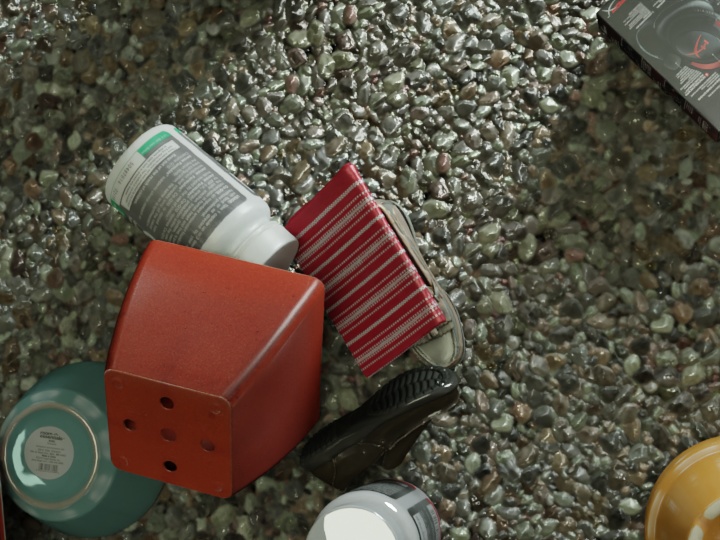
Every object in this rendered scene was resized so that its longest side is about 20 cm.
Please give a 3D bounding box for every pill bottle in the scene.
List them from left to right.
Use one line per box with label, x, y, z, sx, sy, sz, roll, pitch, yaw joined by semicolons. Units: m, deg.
pill bottle;-0.172;-0.059;1.481;0.200;0.113;0.113;40;95;13
pill bottle;0.012;0.277;1.375;0.114;0.200;0.114;-1;86;13

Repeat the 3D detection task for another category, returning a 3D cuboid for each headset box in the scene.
headset box;0.365;-0.241;1.390;0.149;0.075;0.200;-45;79;7

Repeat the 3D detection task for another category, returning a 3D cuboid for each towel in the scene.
towel;0.000;0.000;1.448;0.145;0.022;0.200;-41;76;44

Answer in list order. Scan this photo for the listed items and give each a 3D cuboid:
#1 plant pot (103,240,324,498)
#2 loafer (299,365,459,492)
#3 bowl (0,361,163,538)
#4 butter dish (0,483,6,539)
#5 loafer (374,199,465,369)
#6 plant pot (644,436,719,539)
plant pot;-0.162;0.115;1.393;0.199;0.176;0.200;13;126;13
loafer;0.030;0.171;1.449;0.200;0.073;0.071;-32;108;21
bowl;-0.323;0.203;1.504;0.200;0.105;0.201;-1;87;12
butter dish;-0.467;0.281;1.469;0.147;0.199;0.201;-4;85;-22
loafer;0.049;0.017;1.452;0.072;0.063;0.200;-26;81;11
plant pot;0.373;0.264;1.303;0.200;0.183;0.201;-1;87;13
